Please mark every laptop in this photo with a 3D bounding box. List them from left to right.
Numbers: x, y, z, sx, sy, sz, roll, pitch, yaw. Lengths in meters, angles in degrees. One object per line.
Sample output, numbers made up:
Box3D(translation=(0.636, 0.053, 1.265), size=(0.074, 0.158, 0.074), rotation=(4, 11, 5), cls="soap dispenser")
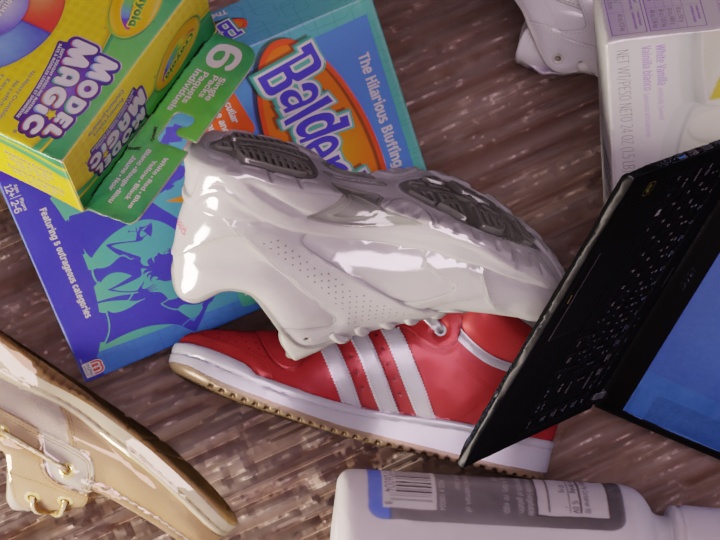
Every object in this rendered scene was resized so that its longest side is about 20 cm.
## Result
Box3D(translation=(0.169, 0.033, 1.409), size=(0.103, 0.200, 0.178), rotation=(40, 120, 20), cls="laptop")

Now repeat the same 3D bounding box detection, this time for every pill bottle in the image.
Box3D(translation=(0.084, 0.159, 1.446), size=(0.199, 0.114, 0.114), rotation=(4, 86, -2), cls="pill bottle")

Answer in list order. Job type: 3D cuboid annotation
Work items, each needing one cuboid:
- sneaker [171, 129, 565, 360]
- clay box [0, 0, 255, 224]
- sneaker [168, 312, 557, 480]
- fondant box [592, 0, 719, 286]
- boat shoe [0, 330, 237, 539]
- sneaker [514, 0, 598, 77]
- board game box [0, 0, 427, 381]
Box3D(translation=(0.000, 0.000, 1.413), size=(0.199, 0.078, 0.100), rotation=(15, 112, -10), cls="sneaker")
Box3D(translation=(-0.159, -0.108, 1.375), size=(0.199, 0.048, 0.115), rotation=(24, 66, 24), cls="clay box")
Box3D(translation=(0.010, 0.029, 1.471), size=(0.199, 0.071, 0.113), rotation=(14, 90, -10), cls="sneaker")
Box3D(translation=(0.218, -0.074, 1.440), size=(0.199, 0.058, 0.145), rotation=(-7, 123, 0), cls="fondant box")
Box3D(translation=(-0.155, 0.088, 1.461), size=(0.200, 0.074, 0.069), rotation=(34, 88, 9), cls="boat shoe")
Box3D(translation=(0.138, -0.126, 1.499), size=(0.200, 0.075, 0.100), rotation=(37, 106, -2), cls="sneaker")
Box3D(translation=(-0.072, -0.048, 1.442), size=(0.199, 0.045, 0.153), rotation=(-24, 128, -4), cls="board game box")
